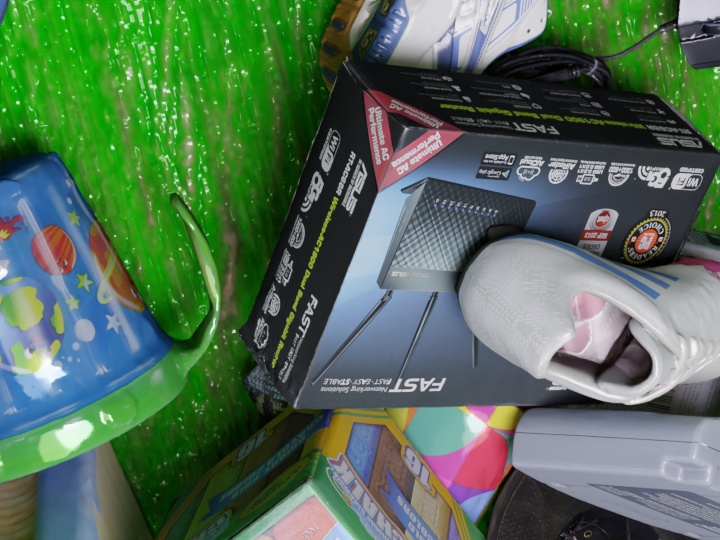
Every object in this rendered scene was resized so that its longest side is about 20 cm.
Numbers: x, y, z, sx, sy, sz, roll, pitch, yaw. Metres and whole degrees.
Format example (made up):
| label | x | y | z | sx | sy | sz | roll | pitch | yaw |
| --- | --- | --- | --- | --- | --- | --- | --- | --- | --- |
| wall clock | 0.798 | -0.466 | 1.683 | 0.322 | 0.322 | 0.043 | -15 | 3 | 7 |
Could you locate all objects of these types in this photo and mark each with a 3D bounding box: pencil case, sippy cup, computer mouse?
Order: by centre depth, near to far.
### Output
| label | x | y | z | sx | sy | sz | roll | pitch | yaw |
| --- | --- | --- | --- | --- | --- | --- | --- | --- | --- |
| sippy cup | -0.168 | 0.018 | 0.940 | 0.177 | 0.139 | 0.131 | -31 | 105 | -37 |
| computer mouse | 0.152 | -0.114 | 0.954 | 0.199 | 0.034 | 0.059 | -25 | 126 | -14 |
| pencil case | 0.022 | 0.124 | 1.029 | 0.088 | 0.088 | 0.201 | 26 | 103 | -16 |

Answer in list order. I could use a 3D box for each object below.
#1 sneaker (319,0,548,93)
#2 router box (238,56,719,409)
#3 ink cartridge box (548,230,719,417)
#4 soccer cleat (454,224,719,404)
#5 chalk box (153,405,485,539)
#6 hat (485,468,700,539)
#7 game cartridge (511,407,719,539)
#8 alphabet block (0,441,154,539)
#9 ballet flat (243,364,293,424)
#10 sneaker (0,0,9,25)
| label | x | y | z | sx | sy | sz | roll | pitch | yaw |
| --- | --- | --- | --- | --- | --- | --- | --- | --- | --- |
| sneaker | 0.062 | -0.157 | 0.940 | 0.088 | 0.075 | 0.201 | 23 | 111 | -31 |
| router box | 0.058 | -0.012 | 0.919 | 0.199 | 0.062 | 0.151 | 2 | 123 | -34 |
| ink cartridge box | 0.209 | 0.047 | 1.046 | 0.198 | 0.042 | 0.120 | 12 | 106 | -10 |
| soccer cleat | 0.130 | 0.034 | 0.895 | 0.199 | 0.086 | 0.070 | 9 | 118 | -38 |
| chalk box | -0.025 | 0.154 | 0.892 | 0.124 | 0.200 | 0.124 | -37 | 98 | 13 |
| hat | 0.121 | 0.188 | 1.056 | 0.200 | 0.201 | 0.081 | 42 | 141 | -20 |
| game cartridge | 0.175 | 0.109 | 0.982 | 0.199 | 0.133 | 0.042 | 24 | 77 | -41 |
| alphabet block | -0.187 | 0.215 | 0.974 | 0.195 | 0.196 | 0.201 | -20 | 111 | 2 |
| ballet flat | 0.000 | 0.000 | 0.985 | 0.074 | 0.074 | 0.201 | 28 | 104 | -17 |
| sneaker | -0.184 | -0.185 | 0.880 | 0.073 | 0.082 | 0.202 | 8 | 111 | -12 |
